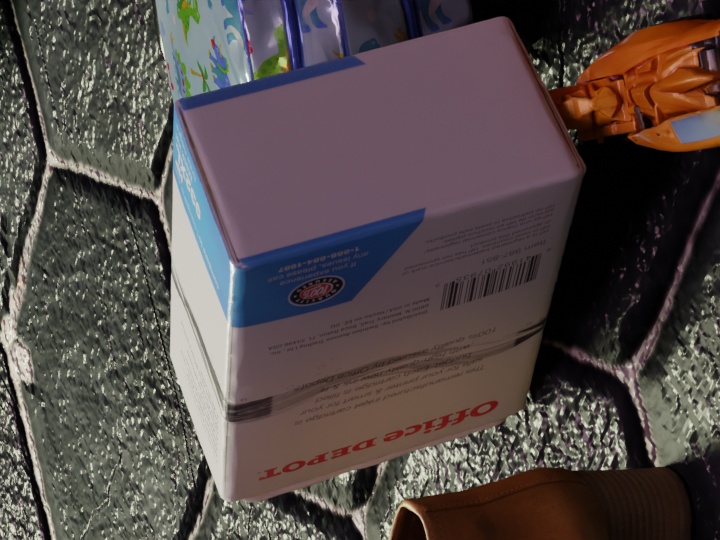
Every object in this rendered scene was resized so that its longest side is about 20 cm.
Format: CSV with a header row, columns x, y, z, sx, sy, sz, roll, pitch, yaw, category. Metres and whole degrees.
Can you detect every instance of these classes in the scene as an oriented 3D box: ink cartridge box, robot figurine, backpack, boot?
x,y,z,sx,sy,sz,roll,pitch,yaw,category
0.000,0.000,1.082,0.200,0.144,0.084,98,153,-58,ink cartridge box
0.139,-0.106,0.956,0.200,0.058,0.146,-10,91,60,robot figurine
-0.023,-0.116,1.151,0.200,0.153,0.164,25,123,47,backpack
0.065,0.177,1.065,0.071,0.143,0.202,20,114,57,boot
